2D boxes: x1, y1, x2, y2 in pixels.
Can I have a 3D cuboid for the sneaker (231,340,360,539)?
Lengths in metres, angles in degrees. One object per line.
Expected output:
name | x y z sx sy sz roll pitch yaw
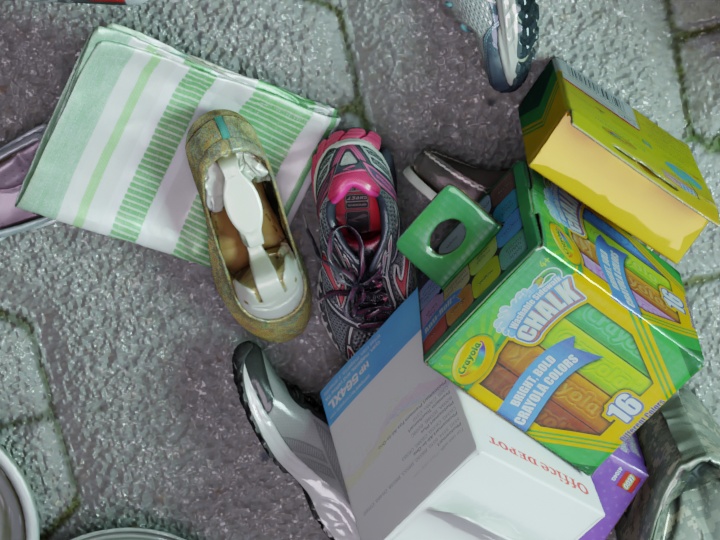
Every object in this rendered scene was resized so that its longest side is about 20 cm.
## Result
sneaker | -0.029 0.128 1.666 0.079 0.074 0.200 -36 109 2

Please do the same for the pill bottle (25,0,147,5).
pill bottle | -0.197 -0.243 1.532 0.199 0.114 0.115 3 107 1

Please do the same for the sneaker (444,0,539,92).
sneaker | 0.072 -0.222 1.561 0.086 0.078 0.201 -10 99 17

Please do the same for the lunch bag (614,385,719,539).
lunch bag | 0.250 0.196 1.622 0.117 0.164 0.201 -17 105 5

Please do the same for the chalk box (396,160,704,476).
chalk box | 0.119 0.021 1.527 0.200 0.124 0.125 33 115 -20

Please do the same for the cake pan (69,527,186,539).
cake pan | -0.184 0.294 1.706 0.199 0.037 0.201 -5 115 -11

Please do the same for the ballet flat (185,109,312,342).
ballet flat | -0.077 -0.020 1.590 0.070 0.071 0.201 -13 120 6

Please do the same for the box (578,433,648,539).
box | 0.139 0.197 1.640 0.039 0.137 0.201 29 106 -9

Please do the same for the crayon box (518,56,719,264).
crayon box | 0.176 -0.075 1.525 0.127 0.200 0.051 33 105 -8

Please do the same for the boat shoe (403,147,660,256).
boat shoe | 0.127 -0.044 1.603 0.199 0.072 0.060 28 108 -11

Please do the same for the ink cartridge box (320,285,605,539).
ink cartridge box | 0.071 0.138 1.567 0.128 0.200 0.125 28 118 -32

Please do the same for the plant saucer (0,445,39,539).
plant saucer | -0.343 0.192 1.700 0.199 0.050 0.201 1 106 2

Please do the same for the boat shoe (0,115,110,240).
boat shoe | -0.241 -0.064 1.612 0.201 0.065 0.075 -21 105 7

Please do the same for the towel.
towel | -0.129 -0.082 1.592 0.199 0.023 0.153 18 109 -25

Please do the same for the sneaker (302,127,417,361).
sneaker | 0.000 0.000 1.612 0.080 0.075 0.201 -11 117 4
